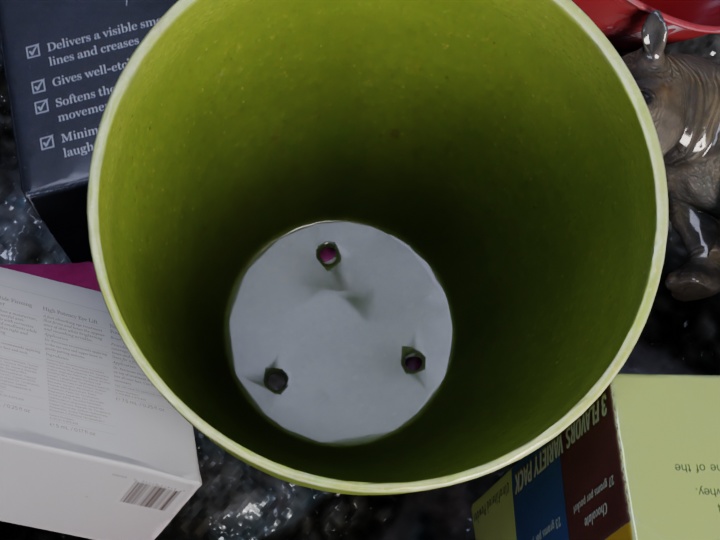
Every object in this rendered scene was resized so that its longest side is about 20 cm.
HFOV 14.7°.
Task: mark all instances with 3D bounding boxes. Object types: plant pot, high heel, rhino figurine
[{"bbox_3d":[0.000,0.000,0.984,0.187,0.200,0.188,1,77,-4],"label":"plant pot"},{"bbox_3d":[-0.057,-0.002,1.114,0.199,0.067,0.096,11,80,8],"label":"high heel"},{"bbox_3d":[0.139,-0.035,1.049,0.060,0.200,0.088,-21,50,44],"label":"rhino figurine"}]

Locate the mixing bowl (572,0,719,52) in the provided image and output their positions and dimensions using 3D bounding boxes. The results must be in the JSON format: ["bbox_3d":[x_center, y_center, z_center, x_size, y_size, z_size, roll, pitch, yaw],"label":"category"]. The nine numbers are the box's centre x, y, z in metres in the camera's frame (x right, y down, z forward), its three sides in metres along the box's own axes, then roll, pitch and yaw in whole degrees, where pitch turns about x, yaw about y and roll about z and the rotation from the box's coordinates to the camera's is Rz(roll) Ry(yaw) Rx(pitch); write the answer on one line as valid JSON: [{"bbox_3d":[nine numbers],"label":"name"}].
[{"bbox_3d":[0.068,-0.161,1.101,0.108,0.200,0.201,-31,61,39],"label":"mixing bowl"}]

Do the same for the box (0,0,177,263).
[{"bbox_3d":[-0.069,-0.115,1.143,0.148,0.107,0.200,-13,68,5],"label":"box"}]

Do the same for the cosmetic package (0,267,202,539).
[{"bbox_3d":[-0.158,0.037,0.981,0.200,0.051,0.083,15,46,-28],"label":"cosmetic package"}]

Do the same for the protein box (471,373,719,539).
[{"bbox_3d":[0.161,0.153,0.949,0.198,0.135,0.200,2,66,-19],"label":"protein box"}]
